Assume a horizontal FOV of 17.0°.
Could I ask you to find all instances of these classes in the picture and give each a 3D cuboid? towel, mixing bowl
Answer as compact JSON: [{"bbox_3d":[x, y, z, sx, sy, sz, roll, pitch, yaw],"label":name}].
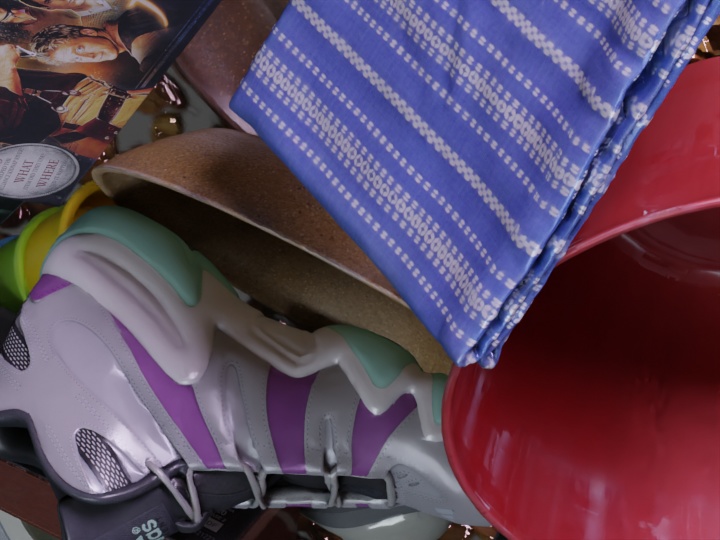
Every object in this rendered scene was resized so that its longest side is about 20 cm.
[{"bbox_3d":[0.041,-0.091,0.666,0.145,0.024,0.200,49,117,40],"label":"towel"},{"bbox_3d":[0.124,0.005,0.740,0.200,0.108,0.200,1,139,1],"label":"mixing bowl"}]

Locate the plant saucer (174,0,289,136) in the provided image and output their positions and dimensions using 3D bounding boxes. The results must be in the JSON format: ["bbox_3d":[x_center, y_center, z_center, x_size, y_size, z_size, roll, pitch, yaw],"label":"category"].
[{"bbox_3d":[0.012,-0.098,0.797,0.200,0.037,0.200,20,139,18],"label":"plant saucer"}]

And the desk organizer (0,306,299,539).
[{"bbox_3d":[-0.124,0.079,0.949,0.200,0.072,0.077,23,133,19],"label":"desk organizer"}]

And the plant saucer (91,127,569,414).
[{"bbox_3d":[0.000,0.000,0.857,0.200,0.035,0.200,28,171,5],"label":"plant saucer"}]

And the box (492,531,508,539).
[{"bbox_3d":[0.138,0.118,0.832,0.200,0.158,0.048,4,135,34],"label":"box"}]

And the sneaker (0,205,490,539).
[{"bbox_3d":[-0.052,0.077,0.852,0.200,0.140,0.078,25,157,20],"label":"sneaker"}]

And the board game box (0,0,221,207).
[{"bbox_3d":[-0.120,-0.094,0.771,0.135,0.035,0.200,10,146,-28],"label":"board game box"}]

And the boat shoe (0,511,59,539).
[{"bbox_3d":[-0.134,0.151,1.153,0.071,0.070,0.201,8,132,45],"label":"boat shoe"}]

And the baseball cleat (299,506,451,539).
[{"bbox_3d":[-0.054,0.054,0.981,0.200,0.070,0.106,10,145,13],"label":"baseball cleat"}]

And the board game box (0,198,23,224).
[{"bbox_3d":[-0.173,-0.061,0.915,0.135,0.028,0.200,8,156,-29],"label":"board game box"}]

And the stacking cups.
[{"bbox_3d":[-0.151,0.019,1.020,0.061,0.061,0.200,47,140,-15],"label":"stacking cups"}]
